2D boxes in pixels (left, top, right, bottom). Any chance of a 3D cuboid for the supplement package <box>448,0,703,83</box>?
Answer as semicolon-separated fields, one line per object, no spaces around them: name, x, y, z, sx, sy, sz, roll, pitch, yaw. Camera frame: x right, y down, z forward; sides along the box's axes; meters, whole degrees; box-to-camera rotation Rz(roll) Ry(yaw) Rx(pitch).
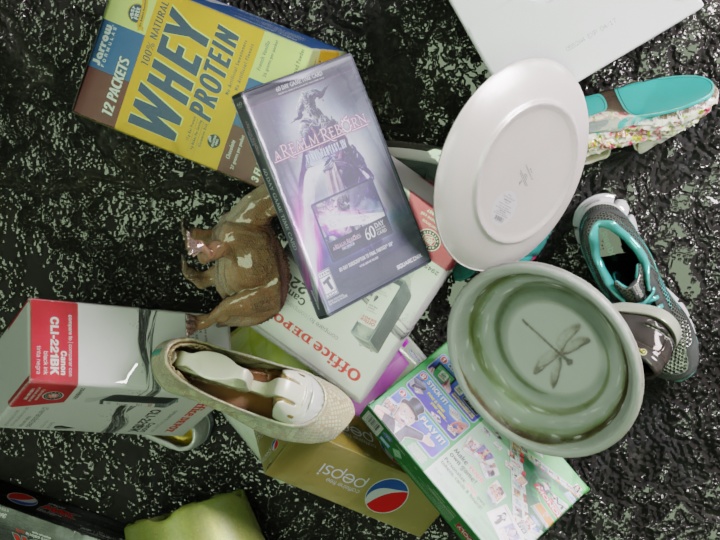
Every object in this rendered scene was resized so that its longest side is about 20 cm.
supplement package;0.196;-0.263;1.404;0.198;0.111;0.157;-30;93;11

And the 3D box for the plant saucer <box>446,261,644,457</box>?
plant saucer;0.177;0.076;1.383;0.198;0.050;0.202;16;123;26

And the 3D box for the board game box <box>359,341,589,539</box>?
board game box;0.111;0.175;1.431;0.200;0.134;0.029;50;146;9

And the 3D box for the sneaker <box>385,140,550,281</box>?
sneaker;0.096;-0.052;1.466;0.197;0.084;0.122;15;90;5

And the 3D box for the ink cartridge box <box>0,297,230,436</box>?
ink cartridge box;-0.237;0.096;1.419;0.198;0.144;0.085;5;66;-26

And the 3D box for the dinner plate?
dinner plate;0.144;-0.091;1.339;0.024;0.199;0.202;30;104;43

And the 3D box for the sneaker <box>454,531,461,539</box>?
sneaker;0.118;0.199;1.498;0.070;0.099;0.202;-2;65;-21

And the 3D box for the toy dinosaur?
toy dinosaur;-0.091;-0.006;1.325;0.134;0.086;0.202;-2;130;-10

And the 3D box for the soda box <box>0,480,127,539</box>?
soda box;-0.333;0.283;1.577;0.198;0.071;0.064;18;99;6

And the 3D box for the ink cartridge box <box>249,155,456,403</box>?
ink cartridge box;0.000;0.000;1.409;0.145;0.085;0.201;34;106;3

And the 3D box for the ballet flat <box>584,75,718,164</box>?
ballet flat;0.247;-0.140;1.440;0.197;0.076;0.064;-10;132;4

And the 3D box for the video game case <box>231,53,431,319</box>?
video game case;-0.022;-0.076;1.292;0.019;0.142;0.202;-15;98;46

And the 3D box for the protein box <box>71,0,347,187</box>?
protein box;-0.137;-0.182;1.420;0.196;0.200;0.136;22;100;5

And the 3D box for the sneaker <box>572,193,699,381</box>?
sneaker;0.265;0.023;1.442;0.077;0.091;0.201;-31;92;12

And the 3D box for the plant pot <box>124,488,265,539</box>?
plant pot;-0.155;0.329;1.510;0.198;0.200;0.187;-19;83;11

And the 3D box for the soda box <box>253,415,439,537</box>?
soda box;-0.005;0.190;1.465;0.199;0.068;0.064;26;114;-29

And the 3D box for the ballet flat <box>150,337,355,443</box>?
ballet flat;-0.095;0.109;1.348;0.197;0.062;0.068;16;71;-11

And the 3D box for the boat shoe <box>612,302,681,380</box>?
boat shoe;0.207;0.068;1.433;0.199;0.061;0.072;0;133;37

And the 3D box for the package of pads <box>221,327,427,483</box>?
package of pads;-0.054;0.097;1.512;0.199;0.068;0.155;-40;91;11

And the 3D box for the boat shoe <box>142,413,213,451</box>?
boat shoe;-0.249;0.127;1.536;0.201;0.086;0.075;34;101;3
